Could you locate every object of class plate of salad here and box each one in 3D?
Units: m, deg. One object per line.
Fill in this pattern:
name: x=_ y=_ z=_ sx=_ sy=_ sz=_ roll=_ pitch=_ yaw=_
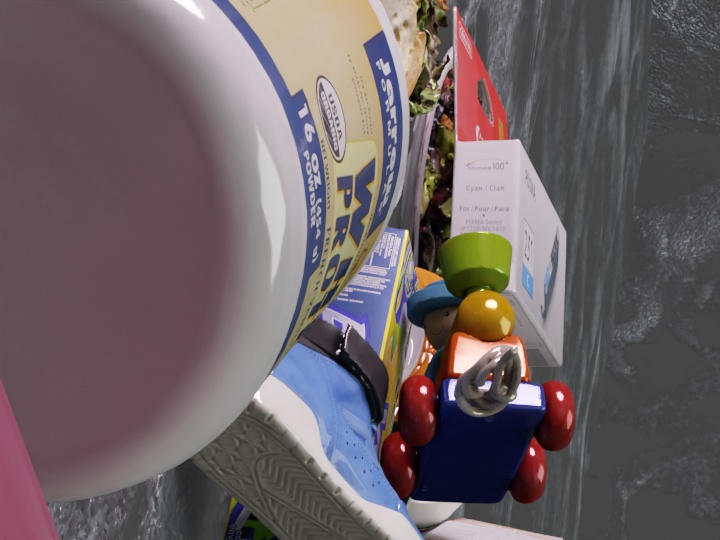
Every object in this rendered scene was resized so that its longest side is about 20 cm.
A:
plate of salad: x=0.064 y=-0.052 z=1.493 sx=0.200 sy=0.048 sz=0.202 roll=7 pitch=90 yaw=-79
plate of salad: x=0.025 y=-0.136 z=1.221 sx=0.200 sy=0.048 sz=0.202 roll=-2 pitch=90 yaw=-82

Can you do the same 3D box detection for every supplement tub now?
supplement tub: x=-0.065 y=-0.034 z=0.600 sx=0.200 sy=0.143 sz=0.146 roll=-50 pitch=145 yaw=-71

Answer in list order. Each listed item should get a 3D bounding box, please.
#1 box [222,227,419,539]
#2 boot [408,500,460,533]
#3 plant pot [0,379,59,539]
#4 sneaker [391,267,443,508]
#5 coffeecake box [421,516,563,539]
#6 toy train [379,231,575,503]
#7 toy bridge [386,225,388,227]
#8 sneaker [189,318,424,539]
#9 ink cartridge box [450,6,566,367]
box: x=-0.019 y=0.077 z=1.126 sx=0.070 sy=0.064 sz=0.201 roll=77 pitch=23 yaw=-60
boot: x=0.028 y=0.138 z=1.356 sx=0.200 sy=0.072 sz=0.145 roll=-67 pitch=178 yaw=-62
plant pot: x=-0.115 y=0.094 z=0.345 sx=0.200 sy=0.198 sz=0.181 roll=15 pitch=67 yaw=-79
sneaker: x=0.004 y=0.100 z=1.213 sx=0.092 sy=0.075 sz=0.201 roll=100 pitch=16 yaw=-58
coffeecake box: x=0.061 y=0.224 z=1.202 sx=0.200 sy=0.072 sz=0.155 roll=14 pitch=85 yaw=-81
toy train: x=0.060 y=0.031 z=1.064 sx=0.200 sy=0.084 sz=0.117 roll=104 pitch=-14 yaw=-62
toy bridge: x=0.000 y=0.000 z=1.275 sx=0.201 sy=0.027 sz=0.068 roll=82 pitch=17 yaw=-56
sneaker: x=-0.004 y=0.099 z=1.025 sx=0.200 sy=0.076 sz=0.111 roll=51 pitch=30 yaw=-20
ink cartridge box: x=0.093 y=-0.047 z=1.346 sx=0.200 sy=0.044 sz=0.178 roll=48 pitch=42 yaw=-71
